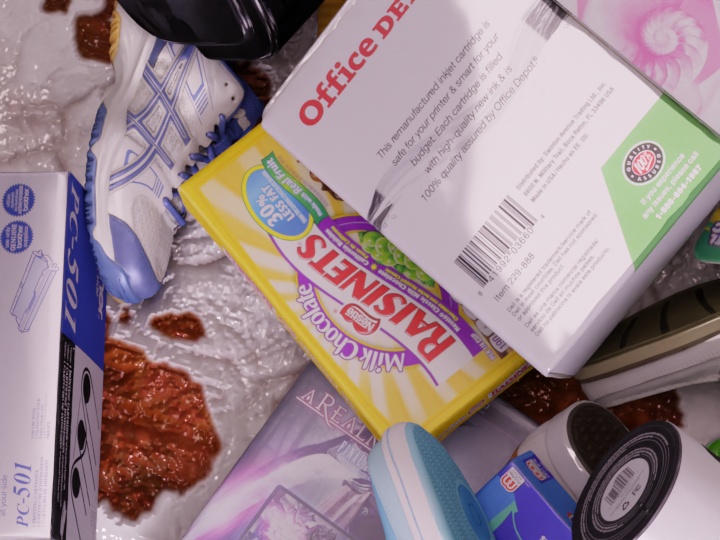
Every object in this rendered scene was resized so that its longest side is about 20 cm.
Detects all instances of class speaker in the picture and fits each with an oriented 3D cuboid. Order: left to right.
[{"bbox_3d":[0.202,0.159,1.201,0.199,0.081,0.082,35,80,-19],"label":"speaker"}]

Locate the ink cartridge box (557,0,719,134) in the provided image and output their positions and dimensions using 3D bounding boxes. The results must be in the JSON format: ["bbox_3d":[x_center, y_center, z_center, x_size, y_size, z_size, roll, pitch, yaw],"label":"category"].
[{"bbox_3d":[0.112,-0.101,1.293,0.196,0.043,0.200,-43,80,5],"label":"ink cartridge box"}]

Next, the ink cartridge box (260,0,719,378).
[{"bbox_3d":[0.072,-0.065,1.234,0.200,0.084,0.146,42,97,13],"label":"ink cartridge box"}]

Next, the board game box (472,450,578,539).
[{"bbox_3d":[0.061,0.215,1.234,0.200,0.045,0.152,-45,79,16],"label":"board game box"}]

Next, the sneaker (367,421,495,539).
[{"bbox_3d":[0.012,0.184,1.185,0.130,0.079,0.201,-22,84,17],"label":"sneaker"}]

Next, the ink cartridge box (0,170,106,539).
[{"bbox_3d":[-0.171,0.056,1.329,0.044,0.094,0.202,-2,74,8],"label":"ink cartridge box"}]

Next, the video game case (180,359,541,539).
[{"bbox_3d":[-0.004,0.135,1.322,0.142,0.019,0.201,34,83,16],"label":"video game case"}]

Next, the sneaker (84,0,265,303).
[{"bbox_3d":[-0.100,-0.079,1.367,0.087,0.075,0.202,4,76,9],"label":"sneaker"}]

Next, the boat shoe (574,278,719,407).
[{"bbox_3d":[0.211,0.038,1.283,0.199,0.075,0.069,-21,105,16],"label":"boat shoe"}]

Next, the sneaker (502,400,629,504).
[{"bbox_3d":[0.146,0.168,1.275,0.085,0.073,0.201,-38,81,41],"label":"sneaker"}]

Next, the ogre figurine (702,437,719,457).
[{"bbox_3d":[0.260,0.094,1.239,0.199,0.120,0.099,18,79,14],"label":"ogre figurine"}]

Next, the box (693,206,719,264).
[{"bbox_3d":[0.270,-0.048,1.245,0.200,0.117,0.049,-38,115,-31],"label":"box"}]

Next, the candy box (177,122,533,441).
[{"bbox_3d":[0.000,0.000,1.307,0.102,0.026,0.200,-39,71,-6],"label":"candy box"}]

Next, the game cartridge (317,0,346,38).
[{"bbox_3d":[0.059,-0.070,1.354,0.175,0.032,0.202,0,72,5],"label":"game cartridge"}]

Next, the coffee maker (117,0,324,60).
[{"bbox_3d":[-0.034,-0.222,1.309,0.135,0.192,0.200,46,62,-8],"label":"coffee maker"}]
